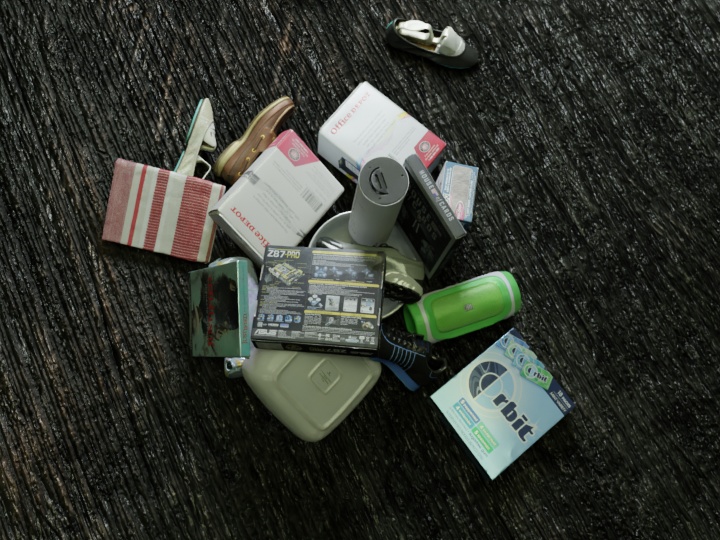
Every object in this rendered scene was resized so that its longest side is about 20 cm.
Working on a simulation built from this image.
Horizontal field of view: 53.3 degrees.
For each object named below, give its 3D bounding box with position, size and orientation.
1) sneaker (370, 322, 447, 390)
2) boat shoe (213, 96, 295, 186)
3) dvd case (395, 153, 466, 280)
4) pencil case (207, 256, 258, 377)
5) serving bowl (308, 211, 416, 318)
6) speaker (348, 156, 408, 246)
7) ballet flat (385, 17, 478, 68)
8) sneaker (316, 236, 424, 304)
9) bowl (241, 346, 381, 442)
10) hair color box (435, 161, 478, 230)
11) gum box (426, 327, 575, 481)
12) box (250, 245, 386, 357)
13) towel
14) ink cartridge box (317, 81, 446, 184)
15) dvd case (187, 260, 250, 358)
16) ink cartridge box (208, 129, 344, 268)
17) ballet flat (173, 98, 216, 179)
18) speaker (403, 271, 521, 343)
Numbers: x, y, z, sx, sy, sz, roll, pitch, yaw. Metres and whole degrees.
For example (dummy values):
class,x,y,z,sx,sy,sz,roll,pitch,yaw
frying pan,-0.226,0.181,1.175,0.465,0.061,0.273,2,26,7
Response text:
class,x,y,z,sx,sy,sz,roll,pitch,yaw
sneaker,0.065,0.123,1.186,0.077,0.200,0.071,-32,38,21
boat shoe,-0.185,-0.235,1.332,0.067,0.072,0.201,40,79,2
dvd case,0.102,-0.081,1.170,0.024,0.200,0.152,-28,77,-14
pencil case,-0.207,0.080,1.217,0.090,0.083,0.204,1,68,-40
serving bowl,0.000,0.000,1.274,0.196,0.066,0.204,2,72,-5
speaker,0.026,-0.107,1.170,0.079,0.200,0.083,2,72,-5
ballet flat,0.145,-0.456,1.432,0.196,0.069,0.069,13,71,-2
sneaker,0.018,-0.013,1.215,0.197,0.074,0.080,22,62,-5
bowl,-0.069,0.163,1.164,0.200,0.074,0.201,-44,109,-13
hair color box,0.148,-0.096,1.249,0.059,0.200,0.102,11,71,-2
gum box,0.242,0.228,1.237,0.199,0.045,0.171,-36,79,-14
box,-0.062,0.045,1.114,0.196,0.049,0.164,3,67,5
towel,-0.348,-0.103,1.269,0.196,0.023,0.147,13,95,-2
ink cartridge box,0.037,-0.229,1.342,0.199,0.083,0.146,39,73,7
dvd case,-0.231,0.067,1.155,0.022,0.199,0.149,0,86,-34
ink cartridge box,-0.149,-0.122,1.263,0.147,0.082,0.201,46,72,-19
ballet flat,-0.298,-0.215,1.320,0.061,0.067,0.204,20,81,-9
speaker,0.178,0.066,1.262,0.196,0.089,0.090,-17,74,-11
